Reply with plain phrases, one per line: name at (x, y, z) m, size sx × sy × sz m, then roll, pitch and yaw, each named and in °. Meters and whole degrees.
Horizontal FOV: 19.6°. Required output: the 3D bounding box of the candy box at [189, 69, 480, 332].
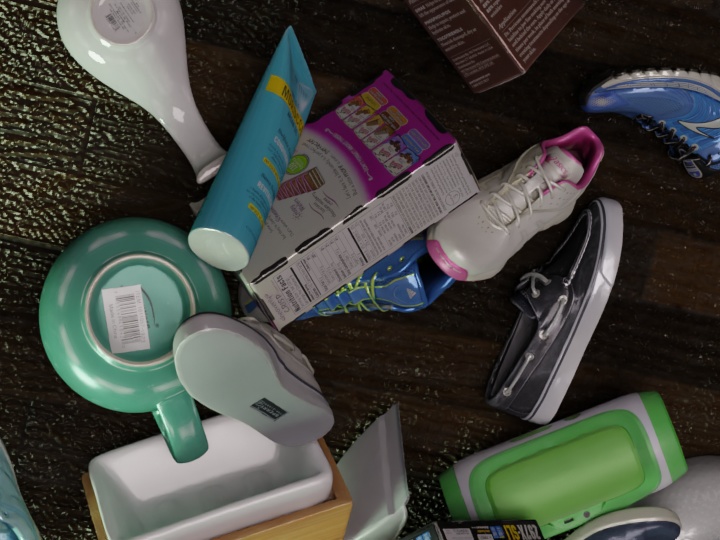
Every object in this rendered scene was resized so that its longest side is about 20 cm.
candy box at (-0.022, -0.058, 1.659) m, size 0.199 × 0.137 × 0.061 m, roll -34°, pitch 129°, yaw -5°

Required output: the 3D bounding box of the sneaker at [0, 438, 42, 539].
sneaker at (-0.305, 0.182, 1.668) m, size 0.074 × 0.082 × 0.201 m, roll -32°, pitch 104°, yaw -6°

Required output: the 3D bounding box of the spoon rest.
spoon rest at (-0.167, -0.161, 1.665) m, size 0.099 × 0.061 × 0.201 m, roll -31°, pitch 91°, yaw -7°

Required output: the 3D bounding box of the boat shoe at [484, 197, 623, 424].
boat shoe at (0.160, 0.028, 1.754) m, size 0.067 × 0.072 × 0.202 m, roll 18°, pitch 102°, yaw -16°

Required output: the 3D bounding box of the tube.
tube at (-0.078, -0.093, 1.633) m, size 0.050 × 0.078 × 0.201 m, roll 9°, pitch 55°, yaw 18°

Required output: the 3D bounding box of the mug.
mug at (-0.164, 0.044, 1.641) m, size 0.184 × 0.114 × 0.153 m, roll 35°, pitch 81°, yaw -5°

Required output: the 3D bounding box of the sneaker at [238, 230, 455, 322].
sneaker at (0.000, 0.000, 1.690) m, size 0.198 × 0.105 × 0.076 m, roll -22°, pitch 112°, yaw -8°

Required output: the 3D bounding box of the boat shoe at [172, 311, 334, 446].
boat shoe at (-0.084, 0.069, 1.595) m, size 0.072 × 0.066 × 0.200 m, roll -31°, pitch 144°, yaw 18°

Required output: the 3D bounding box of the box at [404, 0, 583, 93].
box at (0.078, -0.253, 1.668) m, size 0.201 × 0.075 × 0.100 m, roll 53°, pitch 55°, yaw -15°

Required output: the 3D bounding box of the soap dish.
soap dish at (-0.115, 0.190, 1.679) m, size 0.198 × 0.158 × 0.082 m, roll -17°, pitch 119°, yaw -9°

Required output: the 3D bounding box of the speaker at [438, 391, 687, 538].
speaker at (0.170, 0.171, 1.753) m, size 0.198 × 0.089 × 0.089 m, roll -21°, pitch 103°, yaw 3°

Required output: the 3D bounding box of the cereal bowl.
cereal bowl at (0.311, 0.268, 1.814) m, size 0.198 × 0.083 × 0.202 m, roll -2°, pitch 99°, yaw -11°

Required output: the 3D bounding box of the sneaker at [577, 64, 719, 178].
sneaker at (0.277, -0.124, 1.747) m, size 0.198 × 0.079 × 0.090 m, roll 8°, pitch 95°, yaw -13°

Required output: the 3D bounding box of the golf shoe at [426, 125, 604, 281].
golf shoe at (0.126, -0.060, 1.673) m, size 0.075 × 0.092 × 0.200 m, roll 47°, pitch 44°, yaw 5°

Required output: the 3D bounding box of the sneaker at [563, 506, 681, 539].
sneaker at (0.185, 0.268, 1.739) m, size 0.199 × 0.085 × 0.075 m, roll -26°, pitch 147°, yaw 6°

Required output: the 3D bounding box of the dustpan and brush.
dustpan and brush at (-0.016, 0.221, 1.731) m, size 0.057 × 0.140 × 0.200 m, roll 38°, pitch 113°, yaw -24°

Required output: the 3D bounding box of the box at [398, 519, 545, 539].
box at (0.035, 0.259, 1.677) m, size 0.199 × 0.159 × 0.050 m, roll -31°, pitch 70°, yaw 28°
